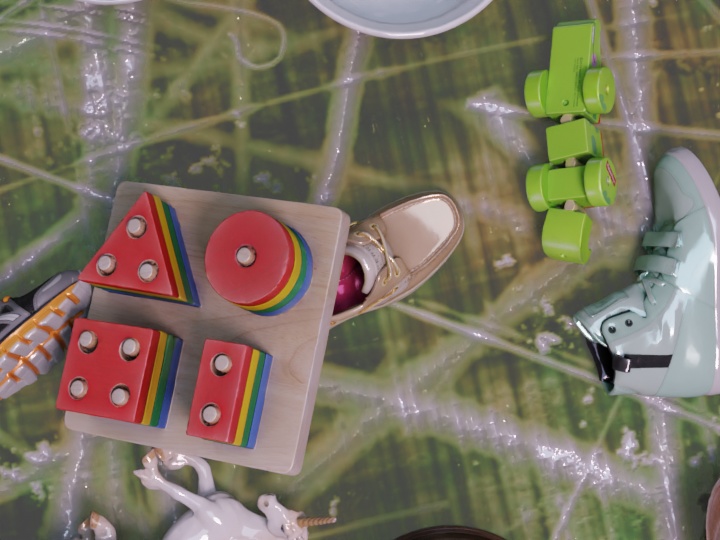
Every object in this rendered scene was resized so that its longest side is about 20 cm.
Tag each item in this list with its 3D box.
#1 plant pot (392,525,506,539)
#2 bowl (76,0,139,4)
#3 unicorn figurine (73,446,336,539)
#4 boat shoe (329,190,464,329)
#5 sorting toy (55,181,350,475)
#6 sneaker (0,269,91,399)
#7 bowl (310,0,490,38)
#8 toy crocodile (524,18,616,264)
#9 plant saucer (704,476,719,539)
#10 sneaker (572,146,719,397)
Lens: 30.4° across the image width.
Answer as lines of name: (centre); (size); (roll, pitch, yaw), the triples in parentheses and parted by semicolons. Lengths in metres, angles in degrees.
plant pot: (0.077, 0.296, 0.956); (0.198, 0.198, 0.203); (0, 85, -4)
bowl: (-0.195, -0.298, 1.048); (0.199, 0.090, 0.204); (0, 85, -5)
unicorn figurine: (-0.130, 0.203, 1.019); (0.137, 0.074, 0.200); (43, 99, 0)
boat shoe: (0.000, 0.000, 1.044); (0.199, 0.069, 0.074); (-33, 88, -7)
sorting toy: (-0.127, 0.034, 0.988); (0.198, 0.070, 0.201); (8, 81, 22)
sneaker: (-0.293, 0.062, 1.014); (0.200, 0.078, 0.077); (-41, 71, -13)
bowl: (0.027, -0.273, 1.056); (0.199, 0.090, 0.204); (1, 84, -5)
toy crocodile: (0.175, -0.107, 1.075); (0.067, 0.062, 0.202); (-5, 77, 30)
plant saucer: (0.343, 0.240, 1.026); (0.199, 0.037, 0.202); (16, 49, -19)
sneaker: (0.228, 0.003, 1.057); (0.117, 0.074, 0.203); (-4, 87, -11)
